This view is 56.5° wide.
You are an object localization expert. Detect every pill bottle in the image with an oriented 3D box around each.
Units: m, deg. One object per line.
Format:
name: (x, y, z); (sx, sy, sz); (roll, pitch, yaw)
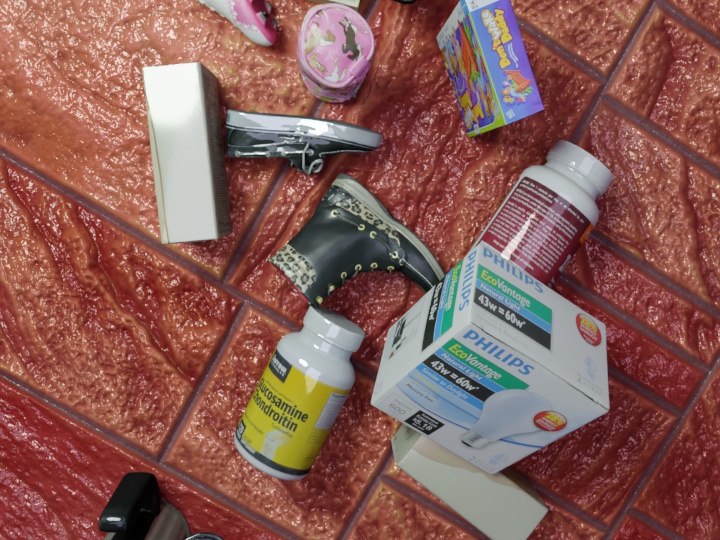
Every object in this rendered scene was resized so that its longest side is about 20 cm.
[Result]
pill bottle: (0.224, -0.054, 0.842); (0.112, 0.113, 0.202); (34, 95, -6)
pill bottle: (-0.073, 0.152, 0.856); (0.110, 0.112, 0.203); (26, 95, -5)

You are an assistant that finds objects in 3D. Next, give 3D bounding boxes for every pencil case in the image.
pencil case: (-0.031, -0.242, 0.766); (0.084, 0.200, 0.085); (5, 98, -4)

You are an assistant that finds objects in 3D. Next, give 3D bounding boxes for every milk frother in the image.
milk frother: (-0.241, 0.369, 0.838); (0.196, 0.188, 0.184); (19, 97, -5)

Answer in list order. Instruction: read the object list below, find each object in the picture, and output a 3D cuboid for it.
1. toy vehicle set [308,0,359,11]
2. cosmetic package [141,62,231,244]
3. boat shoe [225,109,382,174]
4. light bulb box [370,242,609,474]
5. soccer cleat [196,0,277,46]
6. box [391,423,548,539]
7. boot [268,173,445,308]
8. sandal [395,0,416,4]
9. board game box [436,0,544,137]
toy vehicle set: (-0.040, -0.439, 0.829); (0.121, 0.027, 0.205); (13, 96, -4)
cosmetic package: (-0.209, -0.140, 0.821); (0.071, 0.104, 0.205); (-5, 96, -1)
boat shoe: (-0.072, -0.156, 0.839); (0.194, 0.074, 0.070); (4, 105, -10)
light bulb box: (0.150, 0.111, 0.788); (0.196, 0.126, 0.200); (31, 134, -13)
soccer cleat: (-0.179, -0.351, 0.821); (0.085, 0.070, 0.202); (-31, 95, 18)
box: (0.141, 0.271, 0.889); (0.199, 0.095, 0.078); (38, 94, -7)
boot: (-0.001, 0.000, 0.843); (0.203, 0.073, 0.154); (44, 77, 0)
sandal: (0.009, -0.399, 0.806); (0.075, 0.045, 0.200); (-42, 82, -2)
board game box: (0.143, -0.233, 0.774); (0.044, 0.200, 0.137); (-20, 97, 1)
